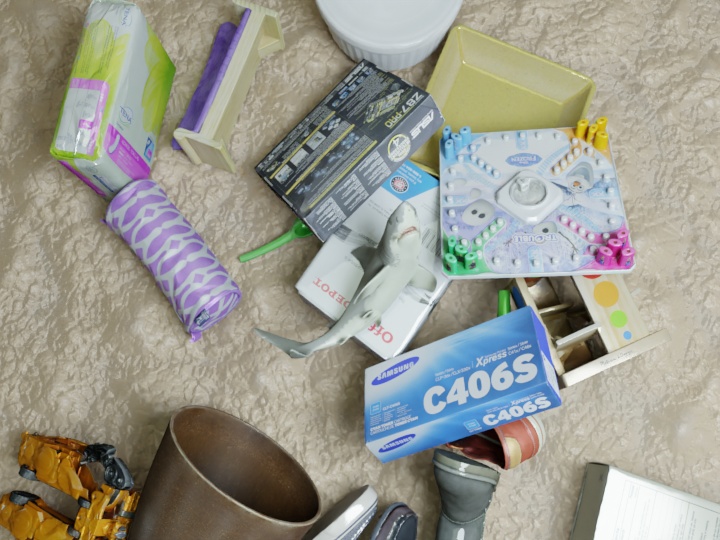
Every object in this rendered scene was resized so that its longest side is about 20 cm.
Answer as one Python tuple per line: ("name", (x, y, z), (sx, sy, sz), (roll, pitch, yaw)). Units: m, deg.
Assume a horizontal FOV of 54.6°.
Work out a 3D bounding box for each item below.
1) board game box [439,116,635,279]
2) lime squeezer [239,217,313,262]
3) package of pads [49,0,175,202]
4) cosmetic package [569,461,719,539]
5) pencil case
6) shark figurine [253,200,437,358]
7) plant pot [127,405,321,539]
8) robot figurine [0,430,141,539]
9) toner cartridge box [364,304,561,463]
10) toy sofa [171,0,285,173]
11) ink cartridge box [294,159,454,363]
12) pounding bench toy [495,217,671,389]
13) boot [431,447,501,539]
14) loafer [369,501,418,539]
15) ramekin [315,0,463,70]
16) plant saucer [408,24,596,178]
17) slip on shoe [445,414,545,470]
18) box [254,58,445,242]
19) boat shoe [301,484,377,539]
("board game box", (0.183, -0.085, 0.758), (0.193, 0.026, 0.205), (-2, 55, 8))
("lime squeezer", (-0.069, -0.077, 0.868), (0.070, 0.038, 0.202), (35, 82, 10))
("package of pads", (-0.295, -0.200, 0.846), (0.066, 0.155, 0.206), (9, 77, 5))
("cosmetic package", (0.335, 0.287, 0.741), (0.195, 0.087, 0.106), (20, 80, 6))
("pencil case", (-0.226, -0.014, 0.843), (0.085, 0.084, 0.201), (-43, 76, 17))
("shark figurine", (-0.006, 0.018, 0.751), (0.215, 0.127, 0.090), (-46, 53, 10))
("plant pot", (-0.167, 0.284, 0.734), (0.184, 0.187, 0.203), (33, 95, 9))
("robot figurine", (-0.315, 0.251, 0.757), (0.195, 0.058, 0.149), (11, 78, 32))
("toner cartridge box", (0.096, 0.117, 0.707), (0.196, 0.043, 0.097), (-25, 39, 22))
("toy sofa", (-0.175, -0.238, 0.887), (0.095, 0.083, 0.205), (19, 79, 6))
("ink cartridge box", (0.037, -0.011, 0.824), (0.143, 0.084, 0.202), (34, 81, 9))
("pounding bench toy", (0.204, 0.052, 0.781), (0.195, 0.124, 0.160), (-23, 77, -2))
("boot", (0.090, 0.297, 0.713), (0.071, 0.182, 0.205), (15, 74, 30))
("loafer", (0.031, 0.356, 0.741), (0.062, 0.071, 0.206), (13, 83, 45))
("ramekin", (0.037, -0.356, 0.897), (0.195, 0.094, 0.209), (-1, 78, 2))
("plant saucer", (0.168, -0.178, 0.869), (0.195, 0.049, 0.204), (23, 76, 5))
("slip on shoe", (0.101, 0.156, 0.749), (0.060, 0.197, 0.076), (-26, 118, -37))
("box", (-0.019, -0.149, 0.827), (0.200, 0.049, 0.161), (-45, 40, -3))
("boat shoe", (-0.034, 0.336, 0.762), (0.200, 0.075, 0.093), (-44, 86, 0))
